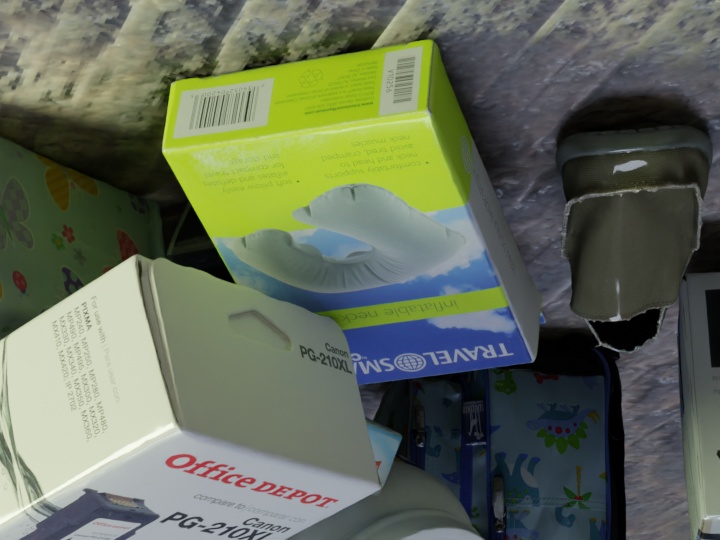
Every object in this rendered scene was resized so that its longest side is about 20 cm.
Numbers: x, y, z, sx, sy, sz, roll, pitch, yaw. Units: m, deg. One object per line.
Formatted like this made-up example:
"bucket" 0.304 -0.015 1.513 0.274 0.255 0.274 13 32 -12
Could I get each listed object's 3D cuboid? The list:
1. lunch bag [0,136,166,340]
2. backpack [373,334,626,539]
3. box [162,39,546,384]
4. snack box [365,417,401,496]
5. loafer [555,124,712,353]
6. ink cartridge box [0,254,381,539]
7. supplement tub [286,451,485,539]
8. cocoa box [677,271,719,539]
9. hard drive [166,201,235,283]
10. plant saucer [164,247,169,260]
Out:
"lunch bag" -0.213 0.020 1.050 0.200 0.128 0.169 -27 151 27
"backpack" 0.074 0.155 1.356 0.146 0.201 0.183 1 161 -10
"box" 0.003 -0.013 1.007 0.121 0.048 0.200 -7 140 17
"snack box" -0.088 0.054 1.152 0.200 0.037 0.116 22 178 40
"loafer" 0.133 -0.012 1.081 0.075 0.070 0.200 -5 161 7
"ink cartridge box" -0.113 0.087 0.991 0.200 0.085 0.145 -30 151 26
"supplement tub" -0.026 0.152 1.222 0.144 0.145 0.200 14 -169 -39
"cocoa box" 0.268 0.074 1.182 0.199 0.134 0.131 -3 163 5
"hard drive" 0.000 0.000 1.138 0.134 0.043 0.200 -10 157 20
"plant saucer" -0.082 0.019 1.196 0.070 0.019 0.200 14 167 24
